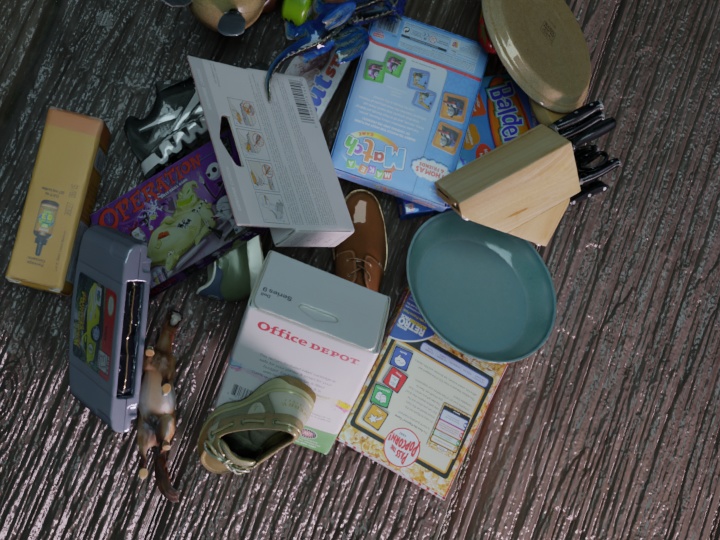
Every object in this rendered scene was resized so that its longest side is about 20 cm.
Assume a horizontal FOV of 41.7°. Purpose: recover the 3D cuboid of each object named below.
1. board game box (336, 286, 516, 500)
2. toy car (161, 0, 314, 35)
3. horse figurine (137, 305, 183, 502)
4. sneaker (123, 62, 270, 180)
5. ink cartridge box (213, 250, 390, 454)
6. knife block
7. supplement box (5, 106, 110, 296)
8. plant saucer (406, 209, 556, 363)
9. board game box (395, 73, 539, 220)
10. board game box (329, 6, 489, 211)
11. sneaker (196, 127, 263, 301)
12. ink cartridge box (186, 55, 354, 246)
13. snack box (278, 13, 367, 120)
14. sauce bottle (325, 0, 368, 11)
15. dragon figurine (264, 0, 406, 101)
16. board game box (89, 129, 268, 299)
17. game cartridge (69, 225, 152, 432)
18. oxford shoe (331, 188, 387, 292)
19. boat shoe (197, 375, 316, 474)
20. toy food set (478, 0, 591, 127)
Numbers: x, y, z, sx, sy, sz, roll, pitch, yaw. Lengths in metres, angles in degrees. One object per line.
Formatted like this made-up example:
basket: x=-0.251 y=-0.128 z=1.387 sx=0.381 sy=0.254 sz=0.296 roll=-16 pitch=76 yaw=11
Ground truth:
board game box: x=0.076 y=0.144 z=1.128 sx=0.150 sy=0.046 sz=0.203 roll=29 pitch=80 yaw=-4
toy car: x=-0.144 y=-0.332 z=1.057 sx=0.162 sy=0.159 sz=0.201 roll=26 pitch=44 yaw=5
horse figurine: x=-0.225 y=0.150 z=1.058 sx=0.049 sy=0.132 sz=0.205 roll=1 pitch=97 yaw=-11
sneaker: x=-0.196 y=-0.199 z=1.116 sx=0.199 sy=0.066 sz=0.091 roll=-38 pitch=92 yaw=-8
ink cartridge box: x=-0.067 y=0.094 z=1.033 sx=0.142 sy=0.202 sz=0.089 roll=20 pitch=47 yaw=-4
knife block: x=0.204 y=-0.128 z=1.087 sx=0.197 sy=0.064 sz=0.178 roll=15 pitch=108 yaw=-32
supplement box: x=-0.343 y=-0.077 z=1.083 sx=0.065 sy=0.069 sz=0.205 roll=13 pitch=81 yaw=-5
plant saucer: x=0.139 y=0.023 z=1.126 sx=0.196 sy=0.036 sz=0.204 roll=11 pitch=58 yaw=-17
board game box: x=0.132 y=-0.155 z=1.169 sx=0.195 sy=0.045 sz=0.156 roll=-10 pitch=85 yaw=-10
board game box: x=0.057 y=-0.191 z=1.121 sx=0.148 sy=0.037 sz=0.204 roll=18 pitch=82 yaw=-4
sneaker: x=-0.167 y=-0.063 z=1.104 sx=0.088 sy=0.067 sz=0.205 roll=-8 pitch=88 yaw=-13
ink cartridge box: x=-0.105 y=-0.126 z=1.033 sx=0.174 sy=0.044 sz=0.204 roll=0 pitch=65 yaw=-46
snack box: x=-0.067 y=-0.225 z=1.158 sx=0.071 sy=0.024 sz=0.203 roll=28 pitch=80 yaw=-5
sauce bottle: x=0.004 y=-0.403 z=1.162 sx=0.065 sy=0.066 sz=0.204 roll=17 pitch=69 yaw=-6
dragon figurine: x=-0.029 y=-0.267 z=1.056 sx=0.200 sy=0.098 sz=0.060 roll=-47 pitch=127 yaw=-31
board game box: x=-0.205 y=-0.057 z=1.073 sx=0.197 sy=0.032 sz=0.122 roll=-30 pitch=68 yaw=11
game cartridge: x=-0.278 y=0.059 z=1.036 sx=0.040 sy=0.132 sz=0.205 roll=1 pitch=101 yaw=-35
oxford shoe: x=0.000 y=0.000 z=1.122 sx=0.070 sy=0.071 sz=0.205 roll=4 pitch=82 yaw=-6
boat shoe: x=-0.122 y=0.183 z=1.027 sx=0.073 sy=0.199 sz=0.064 roll=37 pitch=43 yaw=-22
toy food set: x=0.211 y=-0.277 z=1.146 sx=0.198 sy=0.048 sz=0.201 roll=32 pitch=51 yaw=-27
